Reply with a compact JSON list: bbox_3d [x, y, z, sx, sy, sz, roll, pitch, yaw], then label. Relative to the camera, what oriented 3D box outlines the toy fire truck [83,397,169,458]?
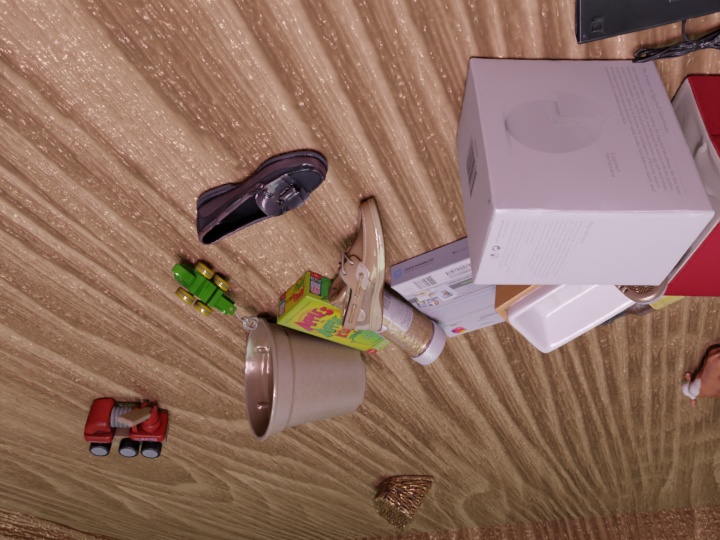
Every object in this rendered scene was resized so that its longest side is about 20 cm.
[{"bbox_3d":[-0.518,0.331,1.355,0.171,0.131,0.203,5,135,-7],"label":"toy fire truck"}]

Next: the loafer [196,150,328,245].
[{"bbox_3d":[-0.125,-0.083,0.776,0.196,0.064,0.072,-18,143,25],"label":"loafer"}]

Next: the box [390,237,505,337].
[{"bbox_3d":[0.161,0.031,0.971,0.153,0.042,0.199,-21,140,29],"label":"box"}]

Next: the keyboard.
[{"bbox_3d":[0.301,-0.249,0.574,0.195,0.021,0.128,-8,140,13],"label":"keyboard"}]

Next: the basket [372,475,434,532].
[{"bbox_3d":[0.129,0.707,1.959,0.141,0.150,0.202,30,149,14],"label":"basket"}]

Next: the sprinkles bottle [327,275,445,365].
[{"bbox_3d":[0.043,0.072,0.968,0.198,0.069,0.068,35,135,-22],"label":"sprinkles bottle"}]

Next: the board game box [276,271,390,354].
[{"bbox_3d":[-0.029,0.075,1.027,0.197,0.049,0.101,21,141,-28],"label":"board game box"}]

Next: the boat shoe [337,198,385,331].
[{"bbox_3d":[0.000,0.000,0.846,0.063,0.072,0.205,-2,120,-3],"label":"boat shoe"}]

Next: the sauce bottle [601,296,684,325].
[{"bbox_3d":[0.447,0.028,0.946,0.064,0.066,0.199,23,139,-31],"label":"sauce bottle"}]

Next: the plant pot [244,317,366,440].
[{"bbox_3d":[-0.094,0.185,1.087,0.179,0.205,0.201,2,149,-25],"label":"plant pot"}]

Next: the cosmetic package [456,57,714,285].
[{"bbox_3d":[0.208,-0.101,0.629,0.194,0.204,0.124,0,147,0],"label":"cosmetic package"}]

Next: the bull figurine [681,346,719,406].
[{"bbox_3d":[0.712,0.206,1.217,0.118,0.067,0.201,-11,147,8],"label":"bull figurine"}]

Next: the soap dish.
[{"bbox_3d":[0.301,0.020,0.886,0.198,0.082,0.156,-36,135,20],"label":"soap dish"}]

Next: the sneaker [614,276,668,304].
[{"bbox_3d":[0.304,-0.038,0.735,0.070,0.204,0.112,-28,147,17],"label":"sneaker"}]

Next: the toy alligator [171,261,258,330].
[{"bbox_3d":[-0.234,0.037,0.970,0.054,0.060,0.200,29,169,39],"label":"toy alligator"}]

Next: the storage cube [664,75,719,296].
[{"bbox_3d":[0.427,-0.085,0.681,0.174,0.175,0.202,1,147,-2],"label":"storage cube"}]
